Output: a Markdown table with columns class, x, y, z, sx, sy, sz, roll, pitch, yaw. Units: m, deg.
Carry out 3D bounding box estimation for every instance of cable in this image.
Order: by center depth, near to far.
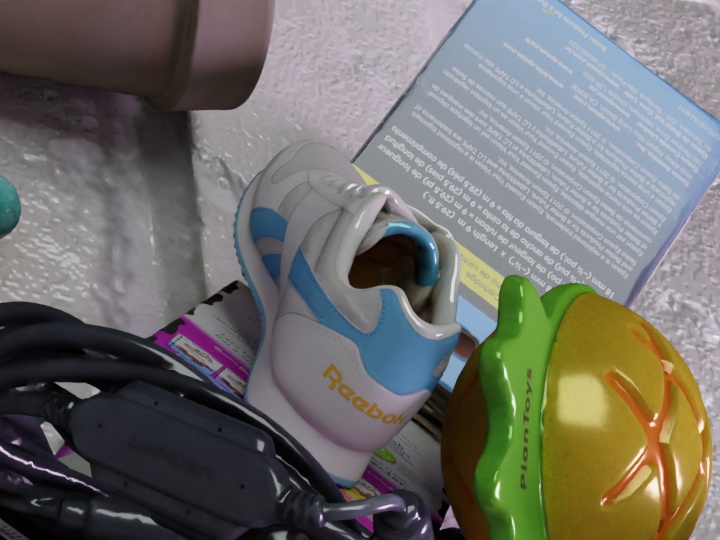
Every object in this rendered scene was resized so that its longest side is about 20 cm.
| class | x | y | z | sx | sy | sz | roll | pitch | yaw |
| --- | --- | --- | --- | --- | --- | --- | --- | --- | --- |
| cable | -0.053 | 0.075 | 0.691 | 0.199 | 0.163 | 0.051 | 16 | 68 | 29 |

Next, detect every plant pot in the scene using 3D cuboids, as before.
| class | x | y | z | sx | sy | sz | roll | pitch | yaw |
| --- | --- | --- | --- | --- | --- | --- | --- | --- | --- |
| plant pot | -0.149 | -0.168 | 1.002 | 0.173 | 0.200 | 0.200 | -7 | 55 | -19 |

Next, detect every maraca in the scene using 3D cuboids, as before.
| class | x | y | z | sx | sy | sz | roll | pitch | yaw |
| --- | --- | --- | --- | --- | --- | --- | --- | --- | --- |
| maraca | 0.080 | 0.070 | 0.841 | 0.200 | 0.107 | 0.138 | 26 | 62 | -67 |

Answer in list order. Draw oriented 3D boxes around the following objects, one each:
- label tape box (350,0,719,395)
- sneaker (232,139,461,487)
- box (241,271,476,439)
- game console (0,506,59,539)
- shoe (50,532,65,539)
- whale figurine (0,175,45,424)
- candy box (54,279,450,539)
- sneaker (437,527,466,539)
| class | x | y | z | sx | sy | sz | roll | pitch | yaw |
| --- | --- | --- | --- | --- | --- | --- | --- | --- | --- |
| label tape box | 0.065 | -0.024 | 0.993 | 0.144 | 0.063 | 0.200 | 37 | 66 | -1 |
| sneaker | 0.000 | 0.000 | 0.844 | 0.076 | 0.081 | 0.200 | 32 | 23 | -23 |
| box | 0.044 | 0.018 | 1.024 | 0.163 | 0.021 | 0.200 | 39 | 24 | 4 |
| game console | -0.174 | 0.148 | 0.700 | 0.200 | 0.117 | 0.176 | 29 | 19 | 33 |
| shoe | -0.091 | 0.132 | 0.831 | 0.199 | 0.053 | 0.070 | 18 | 60 | -17 |
| whale figurine | -0.197 | -0.019 | 0.869 | 0.159 | 0.104 | 0.200 | -19 | 65 | -45 |
| candy box | -0.034 | 0.079 | 0.860 | 0.136 | 0.061 | 0.200 | 39 | 11 | 2 |
| sneaker | 0.083 | 0.189 | 0.898 | 0.083 | 0.072 | 0.200 | 5 | 50 | -35 |
